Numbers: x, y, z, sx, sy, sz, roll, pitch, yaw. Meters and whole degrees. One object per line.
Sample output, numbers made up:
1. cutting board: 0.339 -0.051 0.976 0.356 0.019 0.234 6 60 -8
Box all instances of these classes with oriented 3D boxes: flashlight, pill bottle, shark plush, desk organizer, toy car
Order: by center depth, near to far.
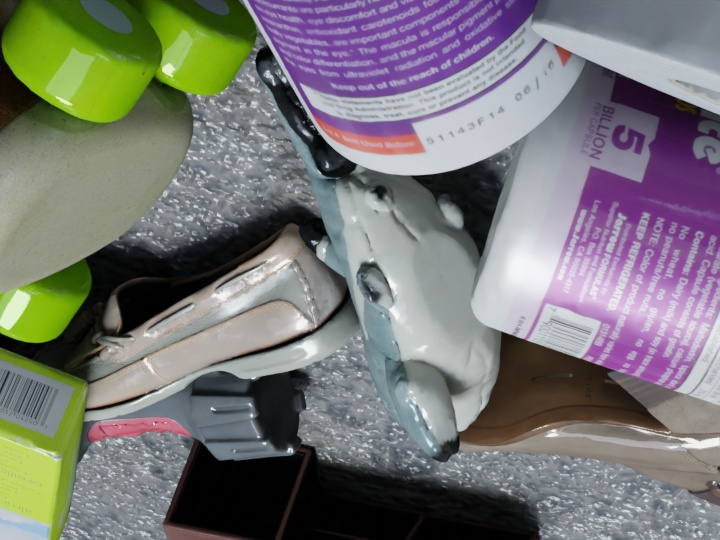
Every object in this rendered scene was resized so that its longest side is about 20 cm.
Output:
1. pill bottle: -0.002 -0.135 0.673 0.111 0.112 0.200 0 143 27
2. pill bottle: 0.150 -0.003 0.788 0.199 0.113 0.113 18 147 1
3. toy car: -0.174 -0.087 0.813 0.200 0.158 0.165 41 113 11
4. shark plush: 0.000 0.000 0.874 0.083 0.091 0.200 13 151 52
5. flashlight: -0.122 0.081 1.097 0.199 0.069 0.068 -4 167 31
6. desk organizer: -0.003 0.151 1.133 0.198 0.072 0.077 10 144 15

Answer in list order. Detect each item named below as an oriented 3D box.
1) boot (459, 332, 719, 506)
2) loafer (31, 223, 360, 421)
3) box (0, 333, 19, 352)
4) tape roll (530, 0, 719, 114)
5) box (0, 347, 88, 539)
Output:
1. boot: 0.137 0.074 0.955 0.146 0.071 0.199 31 152 -30
2. loafer: -0.090 0.021 1.001 0.199 0.072 0.063 -14 118 32
3. box: -0.228 -0.047 0.951 0.199 0.079 0.141 28 144 -14
4. tape roll: 0.155 -0.070 0.632 0.199 0.067 0.200 20 -175 -2
5. box: -0.204 0.092 1.039 0.121 0.048 0.200 21 152 -1
